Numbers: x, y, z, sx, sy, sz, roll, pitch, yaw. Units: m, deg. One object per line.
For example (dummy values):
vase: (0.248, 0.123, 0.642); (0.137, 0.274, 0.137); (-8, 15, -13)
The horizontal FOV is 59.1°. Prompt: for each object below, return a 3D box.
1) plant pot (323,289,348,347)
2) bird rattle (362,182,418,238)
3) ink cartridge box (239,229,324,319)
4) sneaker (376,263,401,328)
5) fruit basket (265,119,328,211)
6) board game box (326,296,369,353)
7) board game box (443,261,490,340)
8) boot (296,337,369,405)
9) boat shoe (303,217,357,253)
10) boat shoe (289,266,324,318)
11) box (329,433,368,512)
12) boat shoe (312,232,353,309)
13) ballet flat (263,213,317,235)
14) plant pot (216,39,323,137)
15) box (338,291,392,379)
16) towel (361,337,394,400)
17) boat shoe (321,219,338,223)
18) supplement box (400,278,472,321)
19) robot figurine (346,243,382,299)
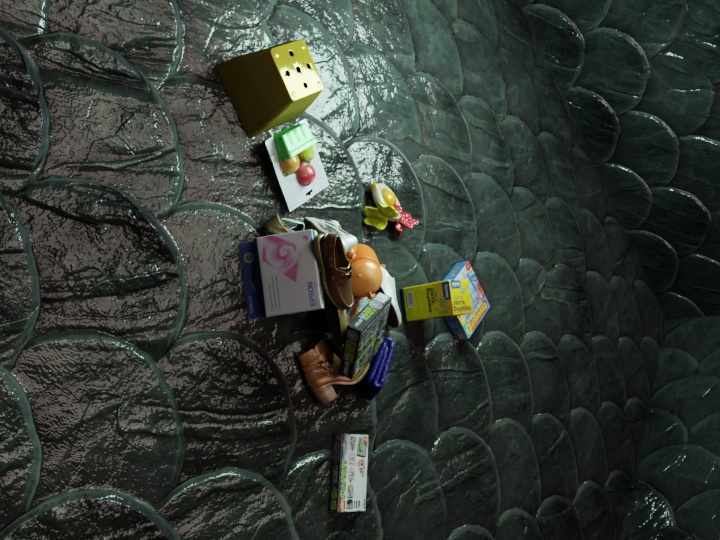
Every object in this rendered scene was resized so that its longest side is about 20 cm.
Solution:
plant pot: (-0.067, 0.102, 1.686); (0.027, 0.200, 0.203); (-12, 90, -13)
bird rattle: (0.097, -0.200, 1.993); (0.199, 0.112, 0.165); (1, 64, -49)
ink cartridge box: (-0.198, 0.011, 1.566); (0.043, 0.197, 0.199); (34, 47, -83)
sneaker: (0.090, 0.073, 1.938); (0.084, 0.072, 0.202); (-30, 102, -43)
fruit basket: (-0.176, -0.291, 1.744); (0.185, 0.093, 0.202); (-42, 127, -42)
board game box: (-0.008, 0.158, 1.843); (0.135, 0.034, 0.201); (47, 51, -29)
board game box: (0.358, 0.104, 2.227); (0.200, 0.056, 0.197); (-46, 114, -42)
boot: (-0.074, 0.249, 1.726); (0.199, 0.076, 0.156); (-32, 99, -29)
boat shoe: (-0.081, -0.098, 1.711); (0.069, 0.199, 0.071); (-29, 132, -26)
boat shoe: (-0.120, 0.034, 1.618); (0.066, 0.074, 0.201); (34, 82, -35)
box: (-0.030, 0.551, 1.735); (0.109, 0.034, 0.202); (18, 69, -43)
boat shoe: (-0.055, 0.004, 1.555); (0.072, 0.067, 0.202); (-38, 116, -51)
ballet flat: (-0.159, -0.088, 1.679); (0.199, 0.068, 0.073); (32, 99, -17)
plant pot: (-0.217, -0.493, 1.661); (0.200, 0.175, 0.202); (-37, 109, -44)
box: (0.014, 0.171, 1.696); (0.200, 0.044, 0.162); (-43, 149, -54)
towel: (0.045, 0.274, 1.772); (0.049, 0.200, 0.149); (17, 68, -1)
boat shoe: (-0.092, -0.052, 1.768); (0.067, 0.073, 0.202); (8, 69, -28)
supplement box: (0.237, 0.095, 1.997); (0.108, 0.199, 0.111); (-2, 82, -46)
robot figurine: (-0.001, -0.001, 1.783); (0.115, 0.200, 0.145); (10, 114, -14)
